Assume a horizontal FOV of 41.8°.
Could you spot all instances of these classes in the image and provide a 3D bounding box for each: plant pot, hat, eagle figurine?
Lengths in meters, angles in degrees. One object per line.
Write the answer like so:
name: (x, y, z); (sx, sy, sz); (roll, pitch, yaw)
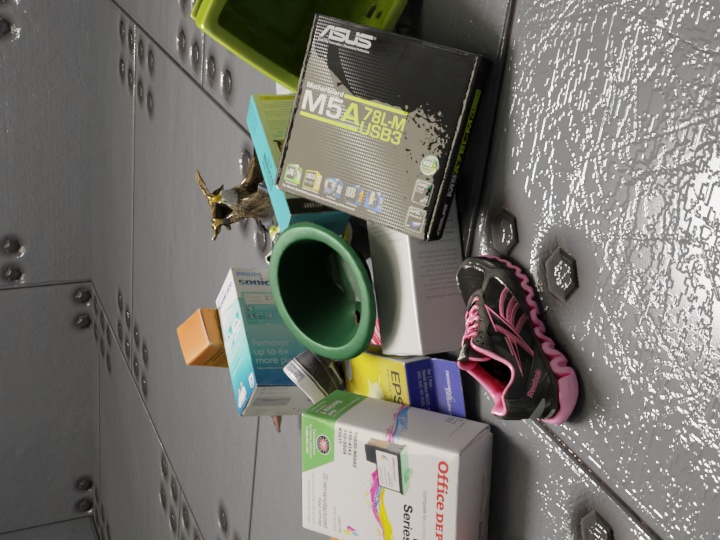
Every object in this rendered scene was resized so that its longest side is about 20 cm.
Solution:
plant pot: (-0.078, -0.323, 1.102); (0.201, 0.198, 0.181); (-59, 26, 5)
hat: (0.000, 0.000, 1.152); (0.199, 0.175, 0.168); (15, 117, 41)
eagle figurine: (-0.175, -0.127, 1.517); (0.199, 0.151, 0.152); (-29, 111, 32)

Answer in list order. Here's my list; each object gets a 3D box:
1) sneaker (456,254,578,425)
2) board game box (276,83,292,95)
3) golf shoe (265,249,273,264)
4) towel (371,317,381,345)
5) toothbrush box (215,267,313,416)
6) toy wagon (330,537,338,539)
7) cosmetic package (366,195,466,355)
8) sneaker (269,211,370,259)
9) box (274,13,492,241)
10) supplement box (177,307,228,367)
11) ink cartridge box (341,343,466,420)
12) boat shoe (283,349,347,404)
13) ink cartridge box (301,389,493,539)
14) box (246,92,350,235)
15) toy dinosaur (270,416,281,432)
sneaker: (0.129, 0.064, 0.918); (0.079, 0.094, 0.201); (108, 147, -43)
board game box: (-0.060, -0.206, 1.295); (0.147, 0.064, 0.203); (-173, 80, -65)
golf shoe: (-0.099, -0.033, 1.375); (0.200, 0.096, 0.079); (-160, 66, -63)
towel: (0.029, 0.154, 1.229); (0.201, 0.022, 0.146); (114, 142, -47)
toothbrush box: (-0.114, 0.101, 1.351); (0.086, 0.145, 0.201); (-59, 38, 42)
toy wagon: (-0.014, 0.349, 1.338); (0.200, 0.039, 0.157); (-20, 76, 64)
cosmetic package: (0.063, -0.009, 1.068); (0.101, 0.073, 0.203); (-6, 91, 65)
sneaker: (-0.054, -0.049, 1.272); (0.200, 0.084, 0.075); (29, 95, 54)
box: (0.019, -0.153, 0.997); (0.198, 0.047, 0.195); (21, 104, 24)
supplement box: (-0.179, 0.108, 1.445); (0.066, 0.199, 0.069); (-40, 60, 31)
ink cartridge box: (0.054, 0.194, 1.120); (0.199, 0.047, 0.200); (7, 108, 61)
boat shoe: (-0.036, 0.150, 1.231); (0.072, 0.068, 0.200); (42, 172, 33)
ink cartridge box: (0.038, 0.231, 1.046); (0.198, 0.084, 0.147); (9, 107, 29)
box: (-0.079, -0.134, 1.176); (0.049, 0.081, 0.202); (113, 145, -51)
toy dinosaur: (-0.137, 0.188, 1.452); (0.200, 0.134, 0.087); (-58, 45, 53)
